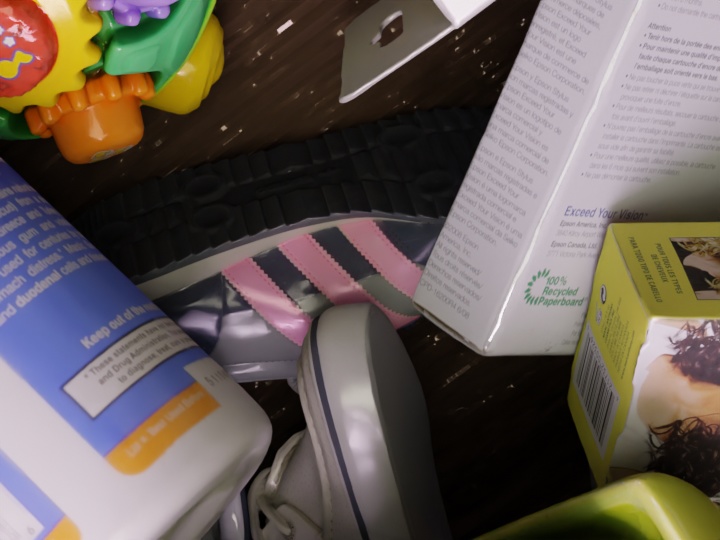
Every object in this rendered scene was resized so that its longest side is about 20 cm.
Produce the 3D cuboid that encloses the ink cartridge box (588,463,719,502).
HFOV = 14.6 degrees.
[{"bbox_3d":[0.148,0.137,1.004,0.116,0.068,0.201,-8,109,1],"label":"ink cartridge box"}]

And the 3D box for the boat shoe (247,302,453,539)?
[{"bbox_3d":[-0.007,0.091,0.965,0.069,0.071,0.201,-6,137,8],"label":"boat shoe"}]

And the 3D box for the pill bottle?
[{"bbox_3d":[-0.133,0.020,0.848,0.200,0.112,0.112,43,104,8],"label":"pill bottle"}]

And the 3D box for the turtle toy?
[{"bbox_3d":[-0.101,-0.114,0.878,0.145,0.101,0.201,17,128,-6],"label":"turtle toy"}]

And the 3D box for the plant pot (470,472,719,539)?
[{"bbox_3d":[0.041,0.178,0.818,0.181,0.200,0.200,-30,88,-31],"label":"plant pot"}]

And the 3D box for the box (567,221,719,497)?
[{"bbox_3d":[0.168,0.027,0.857,0.199,0.050,0.076,-2,129,-13],"label":"box"}]

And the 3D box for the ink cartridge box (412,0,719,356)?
[{"bbox_3d":[0.122,-0.067,0.885,0.043,0.196,0.201,34,109,34],"label":"ink cartridge box"}]

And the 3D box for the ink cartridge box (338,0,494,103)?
[{"bbox_3d":[0.055,-0.147,0.881,0.200,0.115,0.068,-36,104,10],"label":"ink cartridge box"}]

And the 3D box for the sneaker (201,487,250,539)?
[{"bbox_3d":[-0.118,0.044,0.932,0.200,0.108,0.070,45,62,-24],"label":"sneaker"}]

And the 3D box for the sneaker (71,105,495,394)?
[{"bbox_3d":[0.000,0.000,0.965,0.199,0.070,0.082,-11,125,6],"label":"sneaker"}]
